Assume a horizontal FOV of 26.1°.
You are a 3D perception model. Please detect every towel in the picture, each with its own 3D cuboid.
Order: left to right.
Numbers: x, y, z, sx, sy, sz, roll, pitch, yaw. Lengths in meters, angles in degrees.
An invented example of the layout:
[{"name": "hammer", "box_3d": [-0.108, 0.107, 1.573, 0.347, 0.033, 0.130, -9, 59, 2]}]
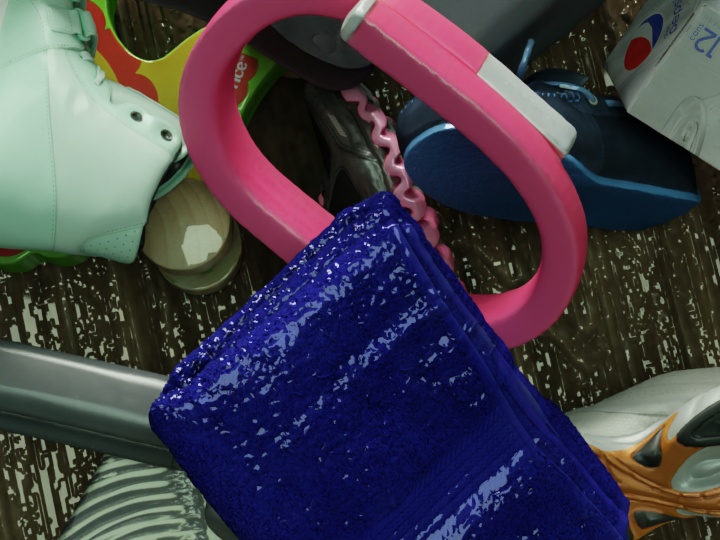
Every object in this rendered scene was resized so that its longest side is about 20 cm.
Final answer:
[{"name": "towel", "box_3d": [0.021, 0.085, 0.661, 0.148, 0.049, 0.201, -44, 108, -17]}]

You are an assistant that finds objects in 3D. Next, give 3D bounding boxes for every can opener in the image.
[{"name": "can opener", "box_3d": [-0.090, 0.078, 0.696, 0.198, 0.053, 0.067, 17, 61, 1]}]

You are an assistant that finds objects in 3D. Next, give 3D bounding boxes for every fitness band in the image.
[{"name": "fitness band", "box_3d": [0.011, -0.043, 0.679, 0.199, 0.144, 0.038, 39, 43, -5]}]

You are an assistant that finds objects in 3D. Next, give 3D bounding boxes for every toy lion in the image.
[{"name": "toy lion", "box_3d": [-0.131, -0.089, 0.788, 0.190, 0.069, 0.202, 23, 81, 6]}]

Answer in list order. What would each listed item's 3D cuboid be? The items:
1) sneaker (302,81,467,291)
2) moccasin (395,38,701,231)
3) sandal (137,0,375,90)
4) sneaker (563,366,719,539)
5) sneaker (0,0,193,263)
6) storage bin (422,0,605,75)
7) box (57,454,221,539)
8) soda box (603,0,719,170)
[{"name": "sneaker", "box_3d": [0.000, 0.000, 0.774, 0.095, 0.079, 0.202, -20, 93, 8]}, {"name": "moccasin", "box_3d": [0.088, -0.065, 0.767, 0.199, 0.080, 0.069, 12, 63, -46]}, {"name": "sandal", "box_3d": [-0.075, -0.153, 0.721, 0.198, 0.043, 0.077, 22, 55, -10]}, {"name": "sneaker", "box_3d": [0.128, 0.094, 0.766, 0.198, 0.092, 0.077, -12, 100, 12]}, {"name": "sneaker", "box_3d": [-0.129, -0.092, 0.736, 0.117, 0.074, 0.202, 14, 62, -13]}, {"name": "storage bin", "box_3d": [0.061, -0.197, 0.781, 0.134, 0.145, 0.200, -43, 78, 13]}, {"name": "box", "box_3d": [-0.117, 0.162, 0.748, 0.082, 0.068, 0.201, 27, 80, 1]}, {"name": "soda box", "box_3d": [0.221, -0.066, 0.772, 0.199, 0.068, 0.064, 29, 112, -17]}]
